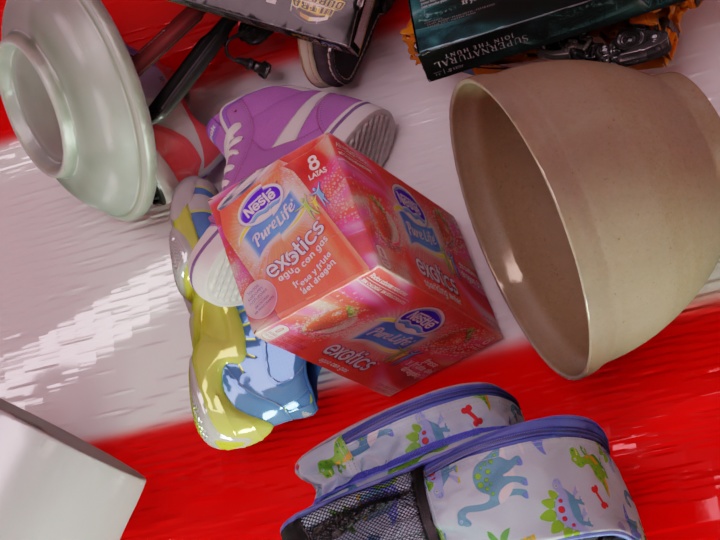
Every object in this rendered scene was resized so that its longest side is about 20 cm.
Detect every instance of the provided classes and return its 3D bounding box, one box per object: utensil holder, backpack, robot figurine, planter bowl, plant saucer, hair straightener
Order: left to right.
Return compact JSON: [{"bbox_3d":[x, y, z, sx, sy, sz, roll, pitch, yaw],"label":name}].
[{"bbox_3d":[-0.259,0.196,1.461,0.170,0.170,0.200,26,85,28],"label":"utensil holder"},{"bbox_3d":[-0.213,-0.122,1.519,0.050,0.200,0.200,-25,60,-25],"label":"plant saucer"},{"bbox_3d":[-0.089,-0.173,1.540,0.200,0.077,0.041,-49,20,-23],"label":"hair straightener"},{"bbox_3d":[0.065,0.153,1.316,0.200,0.183,0.147,-21,69,12],"label":"backpack"},{"bbox_3d":[0.136,-0.181,1.436,0.200,0.058,0.145,5,55,26],"label":"robot figurine"},{"bbox_3d":[0.157,-0.047,1.342,0.135,0.200,0.200,-21,65,-12],"label":"planter bowl"}]

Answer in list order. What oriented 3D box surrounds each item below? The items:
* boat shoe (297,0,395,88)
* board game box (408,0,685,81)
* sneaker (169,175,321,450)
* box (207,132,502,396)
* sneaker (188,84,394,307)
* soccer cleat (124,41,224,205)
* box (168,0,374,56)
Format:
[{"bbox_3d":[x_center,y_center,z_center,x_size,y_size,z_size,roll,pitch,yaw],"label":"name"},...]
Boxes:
[{"bbox_3d":[0.009,-0.223,1.511,0.065,0.072,0.200,11,77,27],"label":"boat shoe"},{"bbox_3d":[0.127,-0.205,1.398,0.200,0.028,0.135,-16,46,9],"label":"board game box"},{"bbox_3d":[-0.072,0.024,1.487,0.105,0.076,0.200,-10,73,4],"label":"sneaker"},{"bbox_3d":[0.000,0.000,1.378,0.095,0.200,0.103,-29,65,17],"label":"box"},{"bbox_3d":[-0.077,-0.056,1.471,0.114,0.073,0.200,22,49,28],"label":"sneaker"},{"bbox_3d":[-0.169,-0.134,1.578,0.073,0.068,0.200,-32,60,-11],"label":"soccer cleat"},{"bbox_3d":[-0.075,-0.252,1.466,0.200,0.049,0.160,16,91,6],"label":"box"}]
